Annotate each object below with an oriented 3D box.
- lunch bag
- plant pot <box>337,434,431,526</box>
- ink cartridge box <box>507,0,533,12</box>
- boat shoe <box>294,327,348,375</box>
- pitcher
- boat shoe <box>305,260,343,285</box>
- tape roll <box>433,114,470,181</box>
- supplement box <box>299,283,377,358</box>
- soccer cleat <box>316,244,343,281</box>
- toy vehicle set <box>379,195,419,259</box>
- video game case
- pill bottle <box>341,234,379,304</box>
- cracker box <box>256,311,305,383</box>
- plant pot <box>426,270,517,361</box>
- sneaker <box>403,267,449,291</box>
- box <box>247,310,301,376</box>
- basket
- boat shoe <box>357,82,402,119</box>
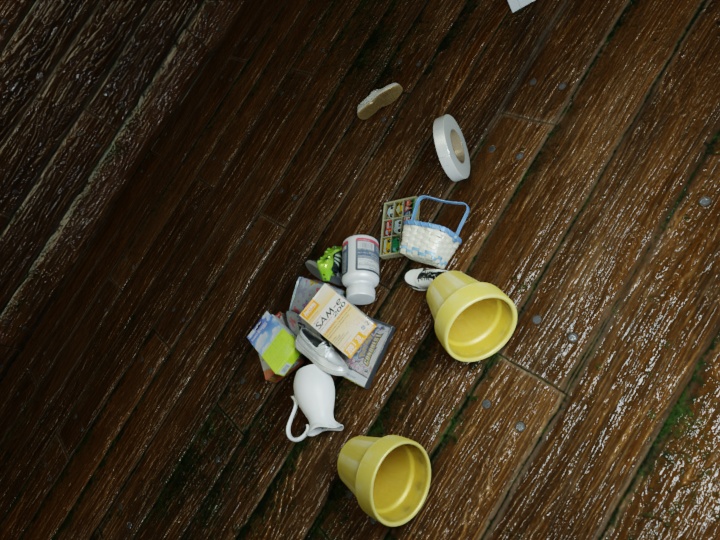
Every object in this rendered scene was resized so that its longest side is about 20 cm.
[{"bbox_3d":[-0.145,0.139,1.644,0.169,0.127,0.201,19,94,41],"label":"lunch bag"},{"bbox_3d":[0.044,0.508,1.285,0.189,0.200,0.201,1,68,52],"label":"plant pot"},{"bbox_3d":[0.535,-1.017,1.713,0.144,0.145,0.201,-22,57,26],"label":"ink cartridge box"},{"bbox_3d":[-0.114,0.242,1.540,0.200,0.072,0.069,34,122,30],"label":"boat shoe"},{"bbox_3d":[-0.153,0.395,1.513,0.171,0.121,0.201,-18,62,2],"label":"pitcher"},{"bbox_3d":[-0.108,0.000,1.732,0.200,0.069,0.057,22,54,41],"label":"boat shoe"},{"bbox_3d":[0.278,-0.371,1.539,0.037,0.203,0.203,-14,60,29],"label":"tape roll"},{"bbox_3d":[-0.065,0.148,1.512,0.200,0.074,0.126,39,91,6],"label":"supplement box"},{"bbox_3d":[-0.091,-0.028,1.658,0.067,0.200,0.081,-3,110,20],"label":"soccer cleat"},{"bbox_3d":[0.128,-0.139,1.647,0.124,0.026,0.201,-9,63,32],"label":"toy vehicle set"},{"bbox_3d":[-0.006,0.236,1.557,0.180,0.025,0.201,18,79,40],"label":"video game case"},{"bbox_3d":[0.000,0.000,1.610,0.119,0.120,0.201,-15,59,29],"label":"pill bottle"},{"bbox_3d":[-0.280,0.259,1.724,0.134,0.058,0.200,-38,50,14],"label":"cracker box"},{"bbox_3d":[0.268,0.102,1.319,0.201,0.201,0.189,-46,33,8],"label":"plant pot"},{"bbox_3d":[0.207,0.019,1.477,0.199,0.080,0.074,5,72,39],"label":"sneaker"},{"bbox_3d":[-0.279,0.237,1.664,0.122,0.048,0.200,-52,50,1],"label":"box"},{"bbox_3d":[0.212,-0.119,1.499,0.176,0.139,0.201,19,88,39],"label":"basket"},{"bbox_3d":[0.066,-0.656,1.923,0.200,0.071,0.070,-27,56,25],"label":"boat shoe"}]
